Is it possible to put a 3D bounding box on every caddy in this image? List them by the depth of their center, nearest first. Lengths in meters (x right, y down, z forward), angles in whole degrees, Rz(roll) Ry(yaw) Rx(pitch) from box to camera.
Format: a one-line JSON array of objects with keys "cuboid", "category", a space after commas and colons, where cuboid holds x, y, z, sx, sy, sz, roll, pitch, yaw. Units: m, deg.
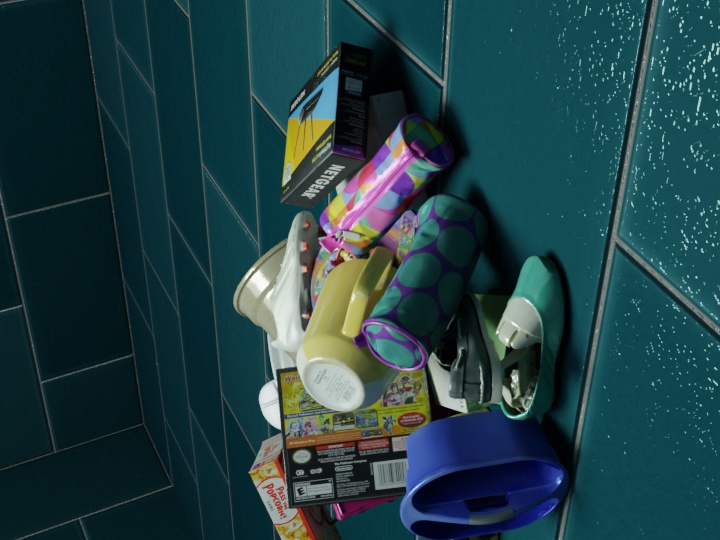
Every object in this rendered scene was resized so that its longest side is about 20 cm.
[{"cuboid": [0.138, 0.244, 1.298, 0.142, 0.198, 0.106, 89, 170, -45], "category": "caddy"}]

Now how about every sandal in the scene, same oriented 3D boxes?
[{"cuboid": [-0.041, 0.170, 1.602, 0.059, 0.205, 0.080, 12, -120, -78], "category": "sandal"}]

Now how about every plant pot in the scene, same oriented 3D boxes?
[{"cuboid": [-0.059, 0.067, 1.707, 0.184, 0.199, 0.201, 51, 152, 22], "category": "plant pot"}]

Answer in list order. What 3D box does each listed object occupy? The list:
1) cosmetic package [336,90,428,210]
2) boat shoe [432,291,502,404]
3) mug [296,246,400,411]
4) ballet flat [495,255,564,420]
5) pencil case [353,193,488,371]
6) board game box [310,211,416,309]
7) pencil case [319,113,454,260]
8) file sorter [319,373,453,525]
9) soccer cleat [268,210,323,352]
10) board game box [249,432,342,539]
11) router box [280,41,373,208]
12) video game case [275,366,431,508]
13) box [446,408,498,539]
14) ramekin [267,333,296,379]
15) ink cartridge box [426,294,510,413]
[{"cuboid": [0.015, -0.148, 1.519, 0.200, 0.051, 0.153, 179, 79, -68], "category": "cosmetic package"}, {"cuboid": [0.110, 0.082, 1.274, 0.200, 0.061, 0.074, -106, 12, -62], "category": "boat shoe"}, {"cuboid": [-0.012, 0.076, 1.383, 0.148, 0.154, 0.188, -5, 124, 30], "category": "mug"}, {"cuboid": [0.180, 0.083, 1.232, 0.067, 0.070, 0.202, 31, 134, 43], "category": "ballet flat"}, {"cuboid": [0.073, 0.012, 1.292, 0.092, 0.201, 0.085, 12, 146, 25], "category": "pencil case"}, {"cuboid": [0.000, 0.000, 1.498, 0.198, 0.039, 0.160, -13, 65, 36], "category": "board game box"}, {"cuboid": [0.029, -0.099, 1.379, 0.200, 0.088, 0.089, -48, 57, 36], "category": "pencil case"}, {"cuboid": [0.026, 0.251, 1.571, 0.126, 0.198, 0.140, 121, 128, -67], "category": "file sorter"}, {"cuboid": [-0.095, 0.015, 1.603, 0.077, 0.069, 0.203, -5, 78, 29], "category": "soccer cleat"}, {"cuboid": [-0.083, 0.336, 1.565, 0.152, 0.046, 0.202, -76, -39, -82], "category": "board game box"}, {"cuboid": [-0.045, -0.183, 1.465, 0.200, 0.051, 0.151, 145, 132, -63], "category": "router box"}, {"cuboid": [-0.005, 0.207, 1.478, 0.026, 0.198, 0.183, 62, -159, -75], "category": "video game case"}, {"cuboid": [0.141, 0.277, 1.473, 0.050, 0.075, 0.202, -131, 31, -52], "category": "box"}, {"cuboid": [-0.079, 0.161, 1.881, 0.200, 0.104, 0.203, 167, 90, -74], "category": "ramekin"}, {"cuboid": [0.135, 0.102, 1.400, 0.200, 0.047, 0.147, -177, 73, -71], "category": "ink cartridge box"}]
